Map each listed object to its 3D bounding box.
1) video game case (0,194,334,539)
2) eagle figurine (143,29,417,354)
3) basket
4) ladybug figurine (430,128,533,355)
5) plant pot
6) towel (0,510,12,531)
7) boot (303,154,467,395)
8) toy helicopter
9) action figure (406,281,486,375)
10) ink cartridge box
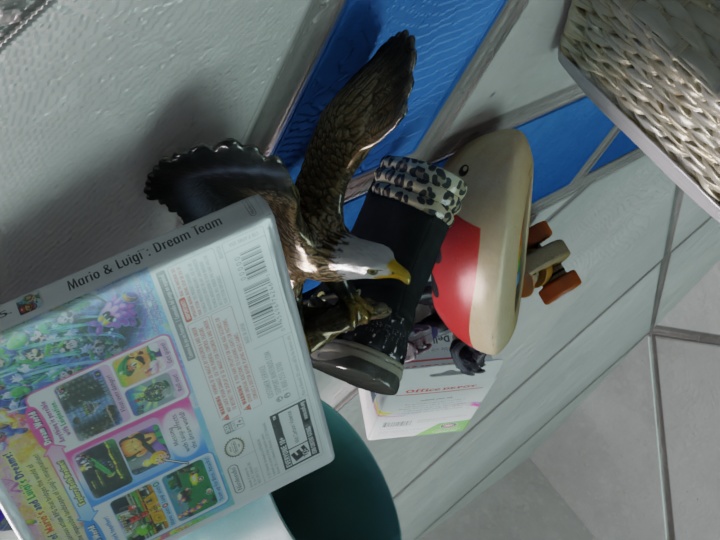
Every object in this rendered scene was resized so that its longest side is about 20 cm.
[{"bbox_3d":[-0.111,0.073,0.643,0.180,0.024,0.202,-24,135,-13],"label":"video game case"},{"bbox_3d":[-0.031,-0.034,0.698,0.153,0.148,0.202,-81,165,-50],"label":"eagle figurine"},{"bbox_3d":[0.250,-0.154,0.849,0.135,0.200,0.124,-37,159,-11],"label":"basket"},{"bbox_3d":[0.096,-0.020,0.975,0.136,0.071,0.203,-68,162,-53],"label":"ladybug figurine"},{"bbox_3d":[-0.084,0.237,1.126,0.160,0.203,0.200,-33,168,24],"label":"plant pot"},{"bbox_3d":[-0.217,0.135,0.842,0.143,0.023,0.200,-41,164,2],"label":"towel"},{"bbox_3d":[0.002,0.001,0.873,0.156,0.073,0.203,-68,-159,-5],"label":"boot"},{"bbox_3d":[0.132,0.028,1.277,0.199,0.080,0.132,-33,173,16],"label":"toy helicopter"},{"bbox_3d":[0.073,0.034,1.084,0.069,0.132,0.199,-17,177,39],"label":"action figure"},{"bbox_3d":[0.070,0.108,1.268,0.115,0.068,0.201,-4,154,-12],"label":"ink cartridge box"}]
